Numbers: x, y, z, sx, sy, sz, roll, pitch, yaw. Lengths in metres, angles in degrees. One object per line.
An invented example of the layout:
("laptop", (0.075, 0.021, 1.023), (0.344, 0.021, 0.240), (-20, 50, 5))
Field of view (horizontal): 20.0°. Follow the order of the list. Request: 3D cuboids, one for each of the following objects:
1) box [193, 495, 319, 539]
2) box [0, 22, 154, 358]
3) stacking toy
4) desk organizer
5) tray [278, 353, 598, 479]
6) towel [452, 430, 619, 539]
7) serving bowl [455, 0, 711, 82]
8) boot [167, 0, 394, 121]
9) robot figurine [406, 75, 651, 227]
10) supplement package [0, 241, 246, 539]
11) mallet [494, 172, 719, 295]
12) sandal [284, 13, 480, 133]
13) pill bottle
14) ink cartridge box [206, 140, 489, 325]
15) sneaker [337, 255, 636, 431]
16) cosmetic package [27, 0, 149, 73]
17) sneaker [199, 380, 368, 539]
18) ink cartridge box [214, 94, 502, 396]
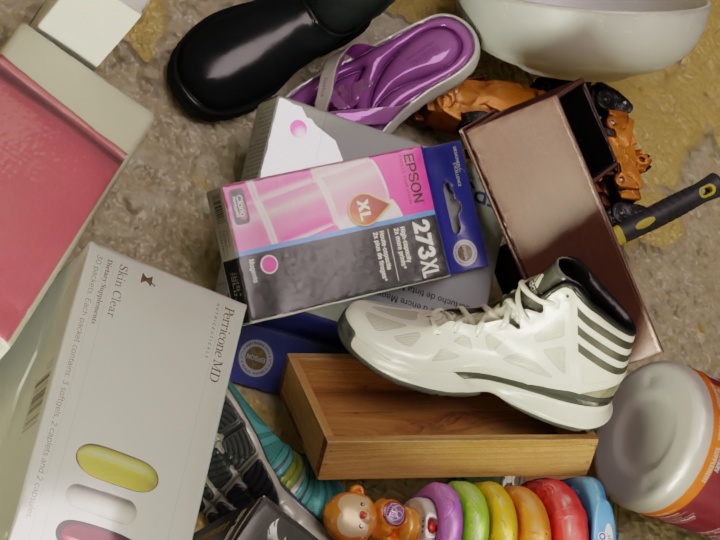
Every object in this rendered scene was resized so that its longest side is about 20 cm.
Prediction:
("box", (-0.030, 0.238, 1.286), (0.200, 0.158, 0.048), (41, 58, -8))
("box", (-0.239, -0.035, 1.299), (0.109, 0.128, 0.200), (35, 56, -12))
("stacking toy", (0.063, 0.180, 1.367), (0.200, 0.110, 0.116), (17, 70, -27))
("desk organizer", (0.152, -0.028, 1.445), (0.072, 0.077, 0.200), (-33, 101, -62))
("tray", (0.053, 0.100, 1.400), (0.199, 0.037, 0.099), (2, 32, -22))
("towel", (0.133, 0.128, 1.508), (0.146, 0.022, 0.201), (15, 63, -23))
("serving bowl", (0.169, -0.187, 1.581), (0.200, 0.200, 0.066), (-6, 110, -31))
("boot", (-0.033, -0.197, 1.460), (0.200, 0.168, 0.077), (-32, 86, -35))
("robot figurine", (0.135, -0.090, 1.578), (0.200, 0.058, 0.145), (6, 68, -27))
("supplement package", (-0.168, 0.113, 1.260), (0.111, 0.156, 0.200), (22, 60, -21))
("mallet", (0.185, -0.033, 1.532), (0.200, 0.041, 0.066), (-34, 98, -17))
("sandal", (0.002, -0.135, 1.499), (0.203, 0.050, 0.082), (-40, 67, -21))
("pill bottle", (0.282, 0.147, 1.520), (0.200, 0.114, 0.114), (21, 60, -32))
("ink cartridge box", (-0.002, -0.029, 1.405), (0.200, 0.037, 0.095), (-13, 90, -26))
("sneaker", (0.091, 0.028, 1.380), (0.200, 0.116, 0.076), (15, 30, -5))
("cosmetic package", (-0.184, -0.165, 1.340), (0.051, 0.200, 0.083), (34, 57, -14))
("sneaker", (-0.058, 0.148, 1.373), (0.200, 0.077, 0.080), (54, 36, -6))
("ink cartridge box", (0.000, 0.000, 1.443), (0.196, 0.043, 0.201), (17, 76, -23))
